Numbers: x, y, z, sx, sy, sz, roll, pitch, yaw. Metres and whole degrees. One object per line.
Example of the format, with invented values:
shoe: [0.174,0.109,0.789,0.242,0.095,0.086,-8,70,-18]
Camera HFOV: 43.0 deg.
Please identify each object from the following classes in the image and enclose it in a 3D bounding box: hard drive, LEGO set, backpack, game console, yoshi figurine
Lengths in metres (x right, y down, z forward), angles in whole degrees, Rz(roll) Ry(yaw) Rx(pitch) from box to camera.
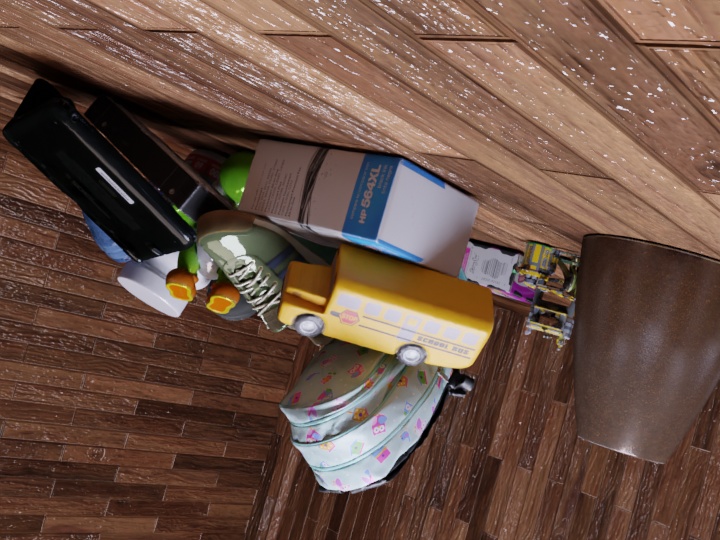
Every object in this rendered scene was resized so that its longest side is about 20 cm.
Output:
hard drive: [-0.198,-0.100,0.981,0.199,0.038,0.140,40,178,33]
LEGO set: [0.282,0.049,1.156,0.196,0.118,0.154,16,178,12]
backpack: [0.005,0.136,0.949,0.165,0.128,0.200,-25,-165,38]
game console: [-0.261,-0.119,0.968,0.174,0.117,0.200,-10,132,45]
yoshi figurine: [-0.160,-0.061,1.086,0.110,0.203,0.112,-5,148,36]

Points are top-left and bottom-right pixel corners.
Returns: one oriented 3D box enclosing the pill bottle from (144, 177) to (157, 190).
pill bottle: [-0.304,-0.115,1.604,0.111,0.114,0.198,18,177,-39]

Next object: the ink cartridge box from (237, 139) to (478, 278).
ink cartridge box: [-0.004,-0.065,0.929,0.198,0.086,0.145,15,177,40]

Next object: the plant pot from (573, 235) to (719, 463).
plant pot: [0.296,0.088,0.950,0.183,0.204,0.187,16,178,0]

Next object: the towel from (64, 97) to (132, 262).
towel: [-0.329,-0.106,1.101,0.048,0.203,0.111,-27,-163,-17]

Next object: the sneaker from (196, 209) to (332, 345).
sneaker: [-0.086,0.016,0.932,0.066,0.091,0.199,-23,147,29]

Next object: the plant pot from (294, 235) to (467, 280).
plant pot: [0.000,0.000,1.119,0.198,0.142,0.142,14,145,39]

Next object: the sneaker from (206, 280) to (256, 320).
sneaker: [-0.116,0.000,1.211,0.198,0.077,0.091,-28,174,-39]

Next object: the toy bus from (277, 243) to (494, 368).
toy bus: [0.023,0.033,0.883,0.196,0.079,0.066,17,-138,-9]

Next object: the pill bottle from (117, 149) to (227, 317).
pill bottle: [-0.227,-0.048,1.210,0.114,0.202,0.116,26,162,10]

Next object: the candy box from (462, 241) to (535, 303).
candy box: [0.164,-0.009,1.381,0.197,0.062,0.136,15,178,29]
